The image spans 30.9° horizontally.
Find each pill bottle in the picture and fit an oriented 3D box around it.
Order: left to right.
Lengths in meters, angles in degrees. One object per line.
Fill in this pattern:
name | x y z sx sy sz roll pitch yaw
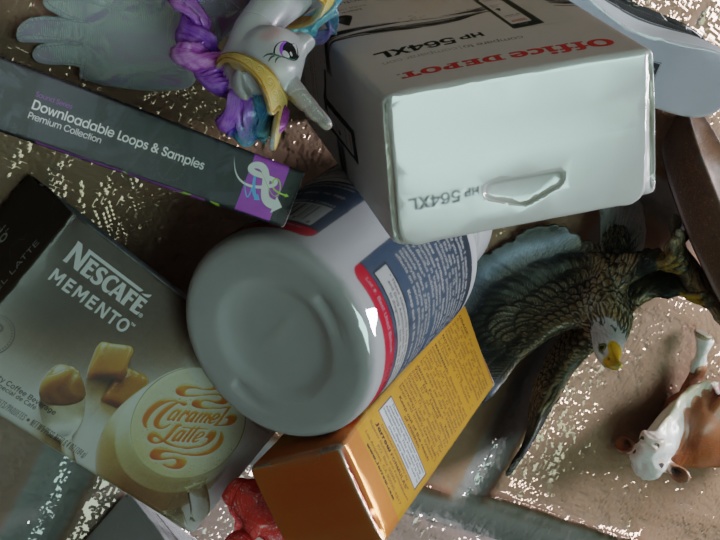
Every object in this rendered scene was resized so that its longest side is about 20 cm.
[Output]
pill bottle | 0.000 0.000 0.762 0.200 0.119 0.120 -39 133 -53

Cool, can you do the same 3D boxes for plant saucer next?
plant saucer | 0.264 -0.025 0.934 0.034 0.201 0.200 -26 130 22

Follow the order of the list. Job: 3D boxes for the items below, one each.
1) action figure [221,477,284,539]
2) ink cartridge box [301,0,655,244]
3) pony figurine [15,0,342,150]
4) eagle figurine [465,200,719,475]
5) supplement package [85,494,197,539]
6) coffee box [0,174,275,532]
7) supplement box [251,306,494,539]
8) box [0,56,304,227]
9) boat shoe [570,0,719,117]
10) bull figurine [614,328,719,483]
action figure | -0.038 0.150 0.820 0.200 0.065 0.099 -35 144 -60
ink cartridge box | 0.056 -0.101 0.726 0.145 0.200 0.085 -12 117 -12
pony figurine | -0.074 -0.164 0.661 0.167 0.192 0.200 90 21 -63
eagle figurine | 0.154 0.039 0.931 0.200 0.151 0.152 -29 84 17
supplement package | -0.107 0.280 0.837 0.152 0.151 0.200 -49 127 -5
coffee box | -0.144 0.052 0.759 0.114 0.080 0.200 -50 127 -4
supplement box | 0.015 0.092 0.785 0.069 0.066 0.200 64 31 -12
box | -0.147 -0.077 0.662 0.200 0.143 0.036 20 92 -35
boat shoe | 0.157 -0.154 0.869 0.199 0.057 0.069 17 118 -18
bull figurine | 0.300 0.121 1.073 0.199 0.065 0.122 11 107 -35
